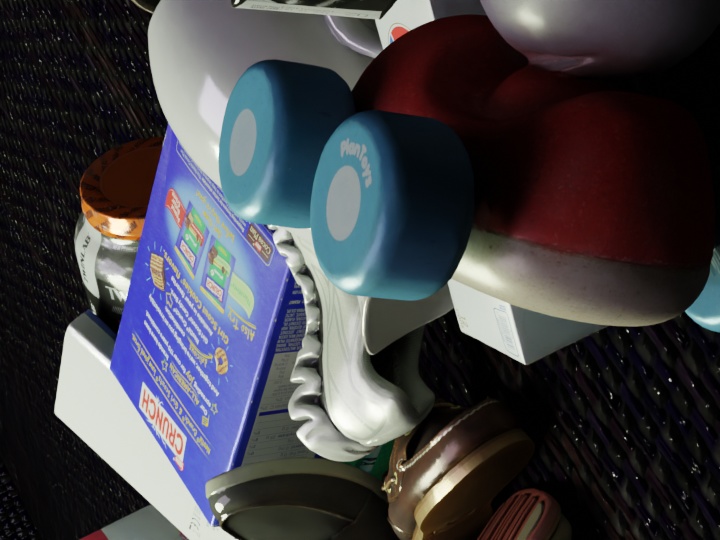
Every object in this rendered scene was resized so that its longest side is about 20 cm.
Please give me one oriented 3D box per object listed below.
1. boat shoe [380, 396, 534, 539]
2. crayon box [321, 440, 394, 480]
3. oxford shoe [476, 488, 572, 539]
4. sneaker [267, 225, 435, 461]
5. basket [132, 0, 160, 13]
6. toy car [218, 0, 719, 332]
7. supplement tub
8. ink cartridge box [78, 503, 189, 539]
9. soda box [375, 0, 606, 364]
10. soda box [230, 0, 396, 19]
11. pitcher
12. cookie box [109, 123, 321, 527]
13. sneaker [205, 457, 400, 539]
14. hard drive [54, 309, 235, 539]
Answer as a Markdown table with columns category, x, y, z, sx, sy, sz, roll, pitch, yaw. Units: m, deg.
| category | x | y | z | sx | sy | sz | roll | pitch | yaw |
| --- | --- | --- | --- | --- | --- | --- | --- | --- | --- |
| boat shoe | 0.044 | 0.109 | 1.130 | 0.071 | 0.070 | 0.200 | 60 | 161 | 16 |
| crayon box | -0.019 | 0.141 | 1.373 | 0.119 | 0.058 | 0.201 | 51 | 157 | 42 |
| oxford shoe | 0.089 | 0.179 | 1.129 | 0.075 | 0.071 | 0.200 | 36 | 156 | 3 |
| sneaker | 0.000 | 0.000 | 1.111 | 0.081 | 0.075 | 0.201 | -22 | 73 | 50 |
| basket | -0.133 | -0.244 | 1.117 | 0.200 | 0.136 | 0.181 | 50 | 175 | 32 |
| toy car | 0.072 | -0.093 | 0.720 | 0.177 | 0.183 | 0.201 | 34 | 114 | 61 |
| supplement tub | -0.135 | 0.012 | 1.449 | 0.123 | 0.122 | 0.201 | 47 | 155 | 46 |
| ink cartridge box | -0.108 | 0.262 | 1.555 | 0.145 | 0.199 | 0.146 | 46 | 153 | 43 |
| soda box | 0.061 | -0.066 | 0.869 | 0.064 | 0.068 | 0.201 | 27 | 137 | 62 |
| soda box | -0.021 | -0.205 | 0.808 | 0.063 | 0.070 | 0.201 | 138 | 130 | -59 |
| pitcher | -0.008 | -0.084 | 1.005 | 0.200 | 0.121 | 0.172 | 51 | 138 | 15 |
| cookie box | -0.077 | 0.027 | 1.265 | 0.171 | 0.075 | 0.201 | 50 | 132 | 43 |
| sneaker | -0.012 | 0.182 | 1.206 | 0.075 | 0.200 | 0.107 | -24 | 57 | 34 |
| hard drive | -0.134 | 0.130 | 1.426 | 0.200 | 0.025 | 0.132 | 41 | 148 | 13 |
